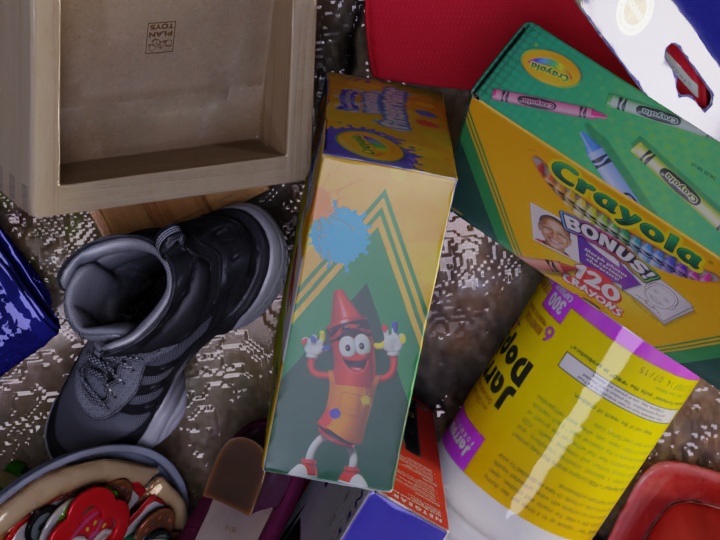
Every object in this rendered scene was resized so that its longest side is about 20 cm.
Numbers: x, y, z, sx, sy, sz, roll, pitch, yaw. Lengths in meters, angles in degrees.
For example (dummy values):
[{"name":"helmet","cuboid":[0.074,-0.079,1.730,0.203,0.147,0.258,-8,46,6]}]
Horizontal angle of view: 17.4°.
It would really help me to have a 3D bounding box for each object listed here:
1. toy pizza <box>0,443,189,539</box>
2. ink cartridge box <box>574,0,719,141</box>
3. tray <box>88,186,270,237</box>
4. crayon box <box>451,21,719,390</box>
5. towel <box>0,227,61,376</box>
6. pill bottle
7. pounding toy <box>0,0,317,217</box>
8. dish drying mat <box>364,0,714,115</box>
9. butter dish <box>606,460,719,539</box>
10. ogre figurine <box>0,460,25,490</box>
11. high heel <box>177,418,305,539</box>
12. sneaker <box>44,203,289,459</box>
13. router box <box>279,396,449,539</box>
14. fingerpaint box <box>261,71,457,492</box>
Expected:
[{"name":"toy pizza","cuboid":[-0.169,0.186,1.317,0.032,0.199,0.201,36,107,33]},{"name":"ink cartridge box","cuboid":[0.217,-0.154,1.199,0.201,0.040,0.200,-57,134,-12]},{"name":"tray","cuboid":[-0.137,-0.114,1.297,0.098,0.037,0.201,-26,104,6]},{"name":"crayon box","cuboid":[0.143,-0.027,1.207,0.199,0.119,0.058,34,65,10]},{"name":"towel","cuboid":[-0.285,0.027,1.334,0.199,0.050,0.148,-35,96,9]},{"name":"pill bottle","cuboid":[0.108,0.091,1.322,0.104,0.104,0.201,30,103,-9]},{"name":"pounding toy","cuboid":[-0.110,-0.154,1.201,0.183,0.142,0.202,-9,113,-29]},{"name":"dish drying mat","cuboid":[0.093,-0.128,1.254,0.198,0.018,0.077,8,118,25]},{"name":"butter dish","cuboid":[0.221,0.240,1.344,0.199,0.148,0.201,22,104,-6]},{"name":"ogre figurine","cuboid":[-0.240,0.178,1.344,0.199,0.098,0.121,-5,120,-45]},{"name":"high heel","cuboid":[-0.083,0.179,1.339,0.067,0.096,0.201,31,99,13]},{"name":"sneaker","cuboid":[-0.133,0.038,1.284,0.200,0.113,0.076,-48,65,24]},{"name":"router box","cuboid":[-0.024,0.177,1.307,0.049,0.180,0.201,29,103,-9]},{"name":"fingerpaint box","cuboid":[0.000,0.000,1.245,0.073,0.200,0.168,10,105,-3]}]
